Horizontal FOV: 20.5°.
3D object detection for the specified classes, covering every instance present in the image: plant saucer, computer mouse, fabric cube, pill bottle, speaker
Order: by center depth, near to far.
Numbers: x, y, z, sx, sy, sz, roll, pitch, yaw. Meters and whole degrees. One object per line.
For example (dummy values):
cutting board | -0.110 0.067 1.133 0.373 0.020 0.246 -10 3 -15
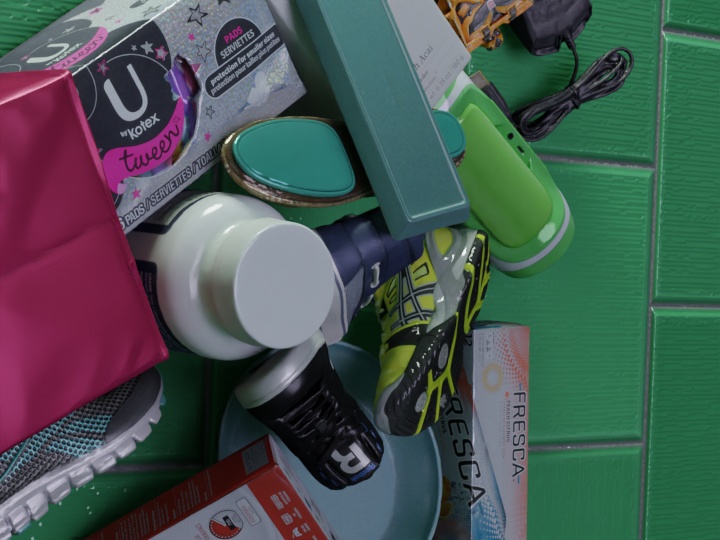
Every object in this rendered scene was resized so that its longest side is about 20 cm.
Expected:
fabric cube | -0.273 0.006 1.210 0.199 0.196 0.201 -31 111 -38
pill bottle | -0.109 0.001 1.347 0.111 0.200 0.111 -5 98 -38
plant saucer | 0.016 -0.121 1.364 0.070 0.019 0.200 -16 81 -35
plant saucer | -0.029 0.152 1.507 0.200 0.036 0.201 12 68 -32
speaker | 0.090 -0.084 1.597 0.200 0.088 0.089 48 62 -32
computer mouse | 0.131 -0.208 1.660 0.140 0.046 0.200 -39 114 -14

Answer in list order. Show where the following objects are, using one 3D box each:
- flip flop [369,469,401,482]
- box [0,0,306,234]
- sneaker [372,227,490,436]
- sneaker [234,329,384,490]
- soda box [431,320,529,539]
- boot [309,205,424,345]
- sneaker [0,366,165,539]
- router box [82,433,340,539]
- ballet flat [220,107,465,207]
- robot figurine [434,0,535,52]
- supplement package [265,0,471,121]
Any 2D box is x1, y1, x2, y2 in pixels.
flip flop | -0.008 0.247 1.542 0.081 0.058 0.200 41 69 -34
box | -0.159 -0.118 1.345 0.200 0.132 0.115 -42 118 -32
sneaker | 0.042 0.047 1.546 0.076 0.076 0.200 81 25 -45
sneaker | -0.025 0.101 1.383 0.073 0.200 0.112 -40 90 -2
soda box | 0.093 0.142 1.624 0.068 0.063 0.201 -1 92 -41
boot | 0.000 0.000 1.445 0.090 0.200 0.073 -25 84 -6
sneaker | -0.217 0.106 1.347 0.200 0.077 0.091 -38 112 -35
router box | -0.090 0.242 1.415 0.179 0.049 0.200 -31 116 3
ballet flat | -0.017 -0.071 1.375 0.200 0.065 0.071 -6 71 -34
robot figurine | 0.062 -0.257 1.564 0.145 0.058 0.200 -38 111 -14
supplement package | -0.037 -0.188 1.457 0.121 0.120 0.200 -53 123 -25
